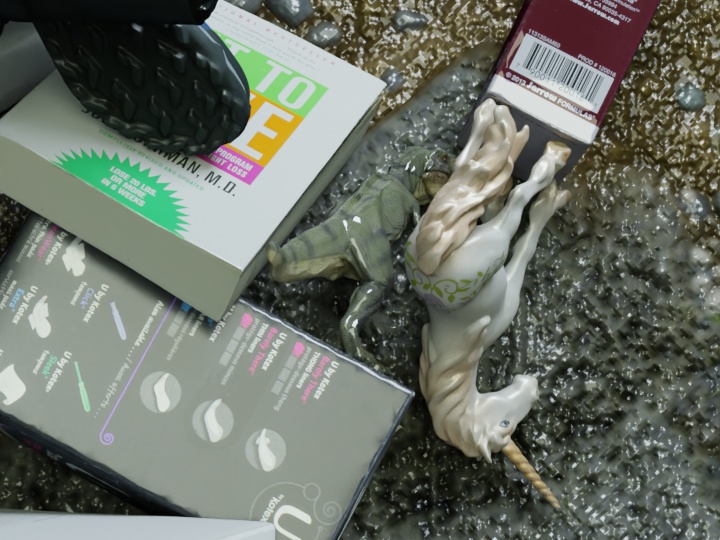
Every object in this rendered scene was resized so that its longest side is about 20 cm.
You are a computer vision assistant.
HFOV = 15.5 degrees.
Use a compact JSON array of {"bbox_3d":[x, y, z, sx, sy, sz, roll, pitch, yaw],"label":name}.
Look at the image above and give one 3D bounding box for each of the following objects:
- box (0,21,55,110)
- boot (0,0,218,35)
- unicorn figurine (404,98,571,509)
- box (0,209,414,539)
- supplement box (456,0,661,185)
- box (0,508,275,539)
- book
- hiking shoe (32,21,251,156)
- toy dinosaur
[{"bbox_3d":[-0.253,-0.123,1.259,0.200,0.106,0.152,-35,85,-26],"label":"box"},{"bbox_3d":[-0.142,-0.107,1.119,0.167,0.076,0.201,1,110,9],"label":"boot"},{"bbox_3d":[0.060,0.007,1.294,0.074,0.200,0.138,15,69,33],"label":"unicorn figurine"},{"bbox_3d":[-0.089,0.061,1.264,0.199,0.122,0.106,29,80,0],"label":"box"},{"bbox_3d":[0.123,-0.149,1.337,0.061,0.109,0.201,27,77,-1],"label":"supplement box"},{"bbox_3d":[-0.145,0.189,1.181,0.199,0.106,0.153,-1,93,29],"label":"box"},{"bbox_3d":[-0.083,-0.064,1.267,0.133,0.048,0.200,30,34,3],"label":"book"},{"bbox_3d":[-0.122,-0.138,1.200,0.200,0.074,0.087,42,34,-16],"label":"hiking shoe"},{"bbox_3d":[0.000,0.000,1.293,0.047,0.200,0.089,1,107,27],"label":"toy dinosaur"}]
